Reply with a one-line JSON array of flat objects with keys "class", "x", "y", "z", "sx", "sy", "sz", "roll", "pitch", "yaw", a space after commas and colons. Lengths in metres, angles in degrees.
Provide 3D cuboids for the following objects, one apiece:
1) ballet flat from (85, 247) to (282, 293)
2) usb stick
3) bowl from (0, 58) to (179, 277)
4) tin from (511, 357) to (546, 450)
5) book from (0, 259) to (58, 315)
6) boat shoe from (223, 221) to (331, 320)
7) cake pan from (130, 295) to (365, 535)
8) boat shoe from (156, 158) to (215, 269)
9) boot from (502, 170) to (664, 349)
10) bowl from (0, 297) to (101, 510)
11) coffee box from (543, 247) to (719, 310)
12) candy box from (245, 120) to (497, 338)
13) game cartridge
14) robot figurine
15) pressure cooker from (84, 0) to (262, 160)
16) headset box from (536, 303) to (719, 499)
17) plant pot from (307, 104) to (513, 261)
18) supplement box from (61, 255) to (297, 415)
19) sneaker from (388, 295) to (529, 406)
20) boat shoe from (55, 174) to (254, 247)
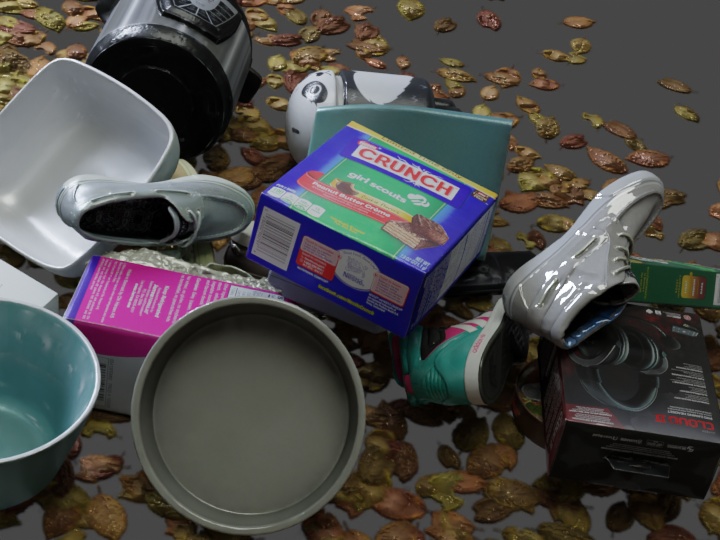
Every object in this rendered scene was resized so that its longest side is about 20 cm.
[{"class": "ballet flat", "x": -0.164, "y": 0.016, "z": 1.411, "sx": 0.198, "sy": 0.072, "sz": 0.072, "roll": 16, "pitch": 37, "yaw": -5}, {"class": "usb stick", "x": 0.101, "y": 0.006, "z": 1.557, "sx": 0.198, "sy": 0.033, "sz": 0.056, "roll": -3, "pitch": 47, "yaw": -18}, {"class": "bowl", "x": -0.290, "y": -0.096, "z": 1.499, "sx": 0.199, "sy": 0.075, "sz": 0.200, "roll": 33, "pitch": 79, "yaw": 27}, {"class": "tin", "x": 0.244, "y": 0.136, "z": 1.427, "sx": 0.198, "sy": 0.042, "sz": 0.112, "roll": 6, "pitch": 34, "yaw": -7}, {"class": "book", "x": -0.406, "y": 0.026, "z": 1.394, "sx": 0.199, "sy": 0.048, "sz": 0.134, "roll": 27, "pitch": 44, "yaw": 16}, {"class": "boat shoe", "x": -0.046, "y": 0.013, "z": 1.486, "sx": 0.199, "sy": 0.060, "sz": 0.072, "roll": 23, "pitch": 19, "yaw": 10}, {"class": "cake pan", "x": -0.095, "y": 0.123, "z": 1.259, "sx": 0.198, "sy": 0.202, "sz": 0.037, "roll": 11, "pitch": -5, "yaw": -1}, {"class": "boat shoe", "x": -0.192, "y": -0.044, "z": 1.509, "sx": 0.062, "sy": 0.074, "sz": 0.201, "roll": 0, "pitch": 40, "yaw": -18}, {"class": "boot", "x": 0.231, "y": -0.005, "z": 1.366, "sx": 0.200, "sy": 0.074, "sz": 0.095, "roll": -42, "pitch": 43, "yaw": -10}, {"class": "bowl", "x": -0.321, "y": 0.125, "z": 1.236, "sx": 0.199, "sy": 0.106, "sz": 0.202, "roll": 8, "pitch": 37, "yaw": -6}, {"class": "coffee box", "x": 0.293, "y": 0.010, "z": 1.507, "sx": 0.199, "sy": 0.044, "sz": 0.123, "roll": 4, "pitch": 4, "yaw": -38}, {"class": "candy box", "x": 0.015, "y": -0.043, "z": 1.360, "sx": 0.168, "sy": 0.077, "sz": 0.200, "roll": 26, "pitch": 31, "yaw": 12}, {"class": "game cartridge", "x": 0.000, "y": 0.000, "z": 1.423, "sx": 0.132, "sy": 0.042, "sz": 0.200, "roll": 18, "pitch": 19, "yaw": 9}, {"class": "robot figurine", "x": 0.014, "y": -0.164, "z": 1.670, "sx": 0.198, "sy": 0.150, "sz": 0.126, "roll": 4, "pitch": 70, "yaw": -11}, {"class": "pressure cooker", "x": -0.215, "y": -0.241, "z": 1.669, "sx": 0.177, "sy": 0.177, "sz": 0.201, "roll": -8, "pitch": 34, "yaw": 15}, {"class": "headset box", "x": 0.246, "y": 0.120, "z": 1.357, "sx": 0.147, "sy": 0.078, "sz": 0.201, "roll": 9, "pitch": 37, "yaw": -3}, {"class": "plant pot", "x": 0.046, "y": -0.104, "z": 1.522, "sx": 0.198, "sy": 0.143, "sz": 0.141, "roll": 11, "pitch": 7, "yaw": 2}, {"class": "supplement box", "x": -0.165, "y": 0.072, "z": 1.347, "sx": 0.198, "sy": 0.102, "sz": 0.104, "roll": 13, "pitch": 37, "yaw": 0}, {"class": "sneaker", "x": 0.089, "y": 0.076, "z": 1.420, "sx": 0.120, "sy": 0.084, "sz": 0.200, "roll": -2, "pitch": 16, "yaw": 22}, {"class": "boat shoe", "x": -0.187, "y": -0.048, "z": 1.402, "sx": 0.199, "sy": 0.071, "sz": 0.072, "roll": 2, "pitch": 27, "yaw": -28}]
